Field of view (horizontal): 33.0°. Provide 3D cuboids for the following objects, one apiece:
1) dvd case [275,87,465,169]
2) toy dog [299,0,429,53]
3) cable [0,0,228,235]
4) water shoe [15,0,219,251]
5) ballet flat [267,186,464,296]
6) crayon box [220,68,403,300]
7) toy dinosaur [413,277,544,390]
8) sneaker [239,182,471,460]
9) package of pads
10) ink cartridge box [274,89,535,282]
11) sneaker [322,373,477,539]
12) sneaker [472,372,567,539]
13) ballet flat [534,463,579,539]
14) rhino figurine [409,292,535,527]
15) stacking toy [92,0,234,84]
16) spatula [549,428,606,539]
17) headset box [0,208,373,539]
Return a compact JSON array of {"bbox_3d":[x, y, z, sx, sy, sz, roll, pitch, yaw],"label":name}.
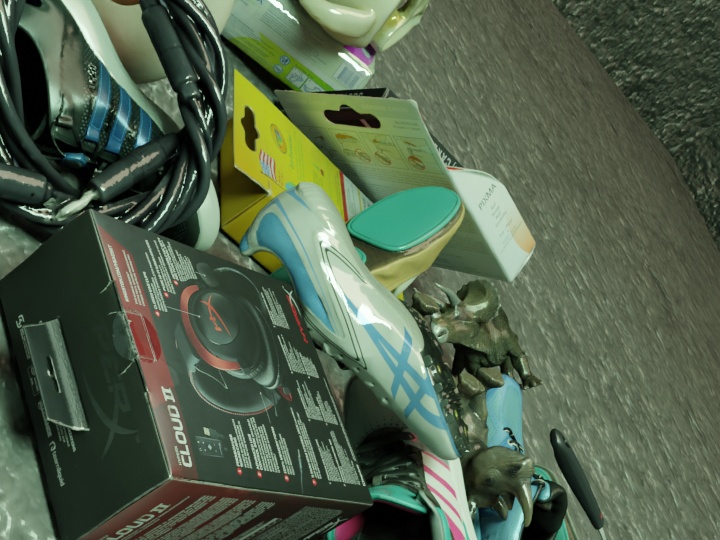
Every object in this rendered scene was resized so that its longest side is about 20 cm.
[{"bbox_3d":[0.033,-0.088,1.074,0.200,0.149,0.025,42,69,-34],"label":"dvd case"},{"bbox_3d":[-0.032,-0.286,1.036,0.200,0.140,0.194,45,55,4],"label":"toy dog"},{"bbox_3d":[-0.142,-0.116,0.680,0.161,0.051,0.203,24,69,-28],"label":"cable"},{"bbox_3d":[-0.165,-0.083,0.731,0.079,0.071,0.201,-42,101,-41],"label":"water shoe"},{"bbox_3d":[0.000,0.000,0.871,0.068,0.064,0.199,30,43,33],"label":"ballet flat"},{"bbox_3d":[-0.047,-0.046,0.935,0.200,0.050,0.128,44,25,-34],"label":"crayon box"},{"bbox_3d":[0.103,0.057,1.020,0.200,0.076,0.104,21,52,-81],"label":"toy dinosaur"},{"bbox_3d":[0.000,0.040,0.769,0.201,0.072,0.072,54,11,-2],"label":"sneaker"},{"bbox_3d":[-0.057,-0.242,1.130,0.153,0.068,0.201,35,26,-16],"label":"package of pads"},{"bbox_3d":[0.037,-0.082,0.997,0.050,0.161,0.201,-51,131,-25],"label":"ink cartridge box"},{"bbox_3d":[0.016,0.142,0.774,0.121,0.083,0.202,39,27,-60],"label":"sneaker"},{"bbox_3d":[0.117,0.166,0.899,0.078,0.089,0.203,38,41,-40],"label":"sneaker"},{"bbox_3d":[0.155,0.249,0.958,0.064,0.066,0.202,80,0,-51],"label":"ballet flat"},{"bbox_3d":[0.066,0.108,0.868,0.059,0.088,0.200,8,31,-41],"label":"rhino figurine"},{"bbox_3d":[-0.147,-0.203,0.873,0.147,0.145,0.200,55,4,-2],"label":"stacking toy"},{"bbox_3d":[0.175,0.202,0.901,0.057,0.020,0.203,-77,148,-67],"label":"spatula"},{"bbox_3d":[-0.094,0.065,0.637,0.199,0.075,0.150,23,39,-56],"label":"headset box"}]
